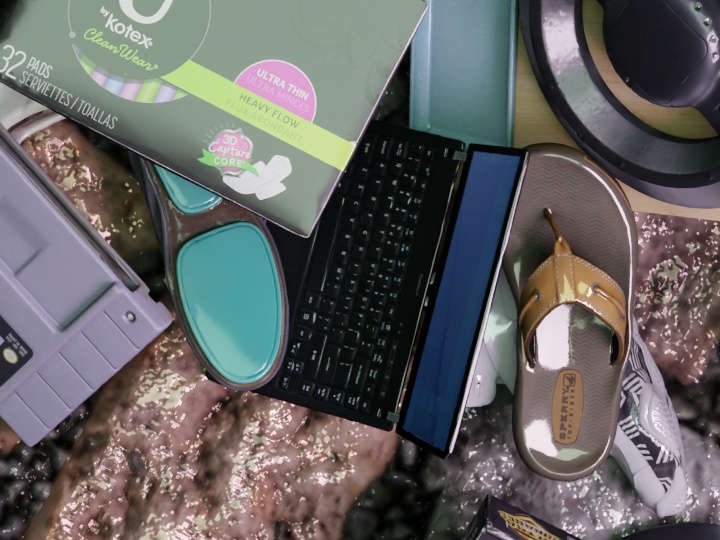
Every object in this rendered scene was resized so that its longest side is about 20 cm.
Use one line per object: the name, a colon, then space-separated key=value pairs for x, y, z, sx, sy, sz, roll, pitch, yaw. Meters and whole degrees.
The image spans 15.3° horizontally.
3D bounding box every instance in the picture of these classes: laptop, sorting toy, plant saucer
laptop: x=0.000 y=0.000 z=1.535 sx=0.200 sy=0.103 sz=0.178 roll=15 pitch=91 yaw=22
sorting toy: x=0.141 y=-0.142 z=1.549 sx=0.200 sy=0.070 sz=0.199 roll=8 pitch=114 yaw=32
plant saucer: x=0.063 y=-0.162 z=1.539 sx=0.070 sy=0.019 sz=0.200 roll=16 pitch=118 yaw=30

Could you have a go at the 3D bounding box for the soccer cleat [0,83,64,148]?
soccer cleat: x=-0.153 y=-0.139 z=1.577 sx=0.200 sy=0.069 sz=0.078 roll=-39 pitch=76 yaw=6

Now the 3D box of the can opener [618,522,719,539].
can opener: x=0.137 y=0.210 z=1.609 sx=0.200 sy=0.079 sz=0.063 roll=-14 pitch=130 yaw=1

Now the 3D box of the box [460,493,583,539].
box: x=0.114 y=0.258 z=1.571 sx=0.198 sy=0.050 sz=0.200 roll=27 pitch=111 yaw=-7

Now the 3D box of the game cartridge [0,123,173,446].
game cartridge: x=-0.220 y=-0.005 z=1.570 sx=0.130 sy=0.038 sz=0.200 roll=-41 pitch=92 yaw=22

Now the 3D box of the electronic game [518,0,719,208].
electronic game: x=0.169 y=-0.128 z=1.462 sx=0.042 sy=0.200 sz=0.200 roll=-32 pitch=93 yaw=-42

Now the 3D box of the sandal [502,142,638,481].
sandal: x=0.114 y=0.028 z=1.516 sx=0.082 sy=0.055 sz=0.200 roll=3 pitch=104 yaw=3

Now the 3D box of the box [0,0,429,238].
box: x=-0.084 y=-0.128 z=1.486 sx=0.200 sy=0.124 sz=0.149 roll=27 pitch=93 yaw=-4

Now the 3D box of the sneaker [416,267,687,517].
sneaker: x=0.115 y=0.068 z=1.594 sx=0.115 sy=0.075 sz=0.200 roll=-22 pitch=105 yaw=12

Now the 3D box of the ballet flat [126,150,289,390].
ballet flat: x=-0.091 y=-0.024 z=1.581 sx=0.073 sy=0.073 sz=0.200 roll=-19 pitch=85 yaw=-2
